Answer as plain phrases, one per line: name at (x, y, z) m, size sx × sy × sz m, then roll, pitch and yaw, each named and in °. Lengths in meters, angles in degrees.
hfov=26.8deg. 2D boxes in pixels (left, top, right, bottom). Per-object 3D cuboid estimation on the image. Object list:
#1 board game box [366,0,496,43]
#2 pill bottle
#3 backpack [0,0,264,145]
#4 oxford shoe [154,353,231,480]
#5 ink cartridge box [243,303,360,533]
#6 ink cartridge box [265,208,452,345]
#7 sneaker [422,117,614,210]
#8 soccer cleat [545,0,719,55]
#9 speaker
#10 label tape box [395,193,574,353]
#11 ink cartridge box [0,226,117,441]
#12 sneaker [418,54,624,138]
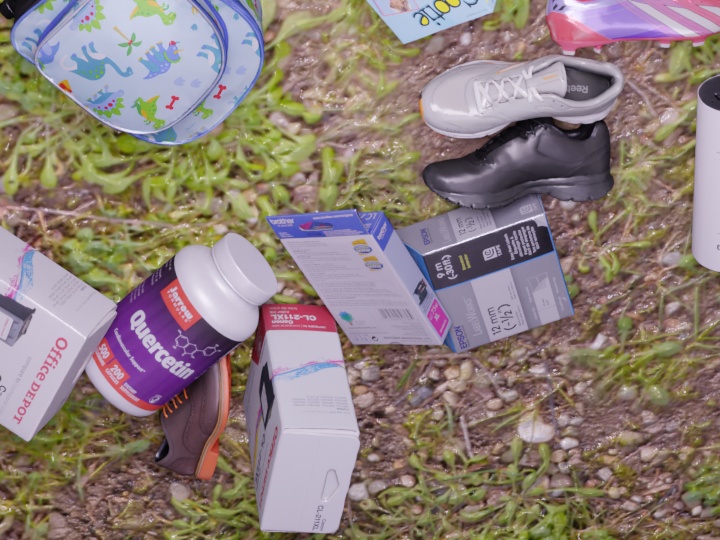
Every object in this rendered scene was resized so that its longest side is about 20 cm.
board game box at (0.031, -0.310, 1.294) m, size 0.104 × 0.103 × 0.200 m, roll -13°, pitch 134°, yaw 39°
pill bottle at (-0.183, 0.052, 1.536) m, size 0.200 × 0.113 × 0.112 m, roll -39°, pitch 123°, yaw 18°
backpack at (-0.186, -0.206, 1.325) m, size 0.183 × 0.147 × 0.200 m, roll -39°, pitch 126°, yaw 21°
oxford shoe at (-0.181, 0.149, 1.637) m, size 0.072 × 0.071 × 0.201 m, roll 8°, pitch 125°, yaw -10°
ink cartridge box at (-0.065, 0.152, 1.577) m, size 0.082 × 0.200 × 0.146 m, roll 4°, pitch 125°, yaw -13°
ink cartridge box at (0.000, 0.000, 1.543) m, size 0.119 × 0.042 × 0.200 m, roll -2°, pitch 138°, yaw 37°
sneaker at (0.158, -0.115, 1.511) m, size 0.199 × 0.076 × 0.091 m, roll -7°, pitch 118°, yaw -13°
soccer cleat at (0.273, -0.253, 1.428) m, size 0.199 × 0.067 × 0.077 m, roll -8°, pitch 123°, yaw -1°
speaker at (0.382, -0.099, 1.549) m, size 0.081 × 0.081 × 0.201 m, roll -10°, pitch 127°, yaw -3°
label tape box at (0.111, 0.010, 1.589) m, size 0.199 × 0.066 × 0.144 m, roll -20°, pitch 127°, yaw 3°
ink cartridge box at (-0.361, 0.047, 1.473) m, size 0.199 × 0.086 × 0.148 m, roll 34°, pitch 116°, yaw 1°
sneaker at (0.155, -0.174, 1.431) m, size 0.199 × 0.092 × 0.076 m, roll -9°, pitch 85°, yaw -7°
